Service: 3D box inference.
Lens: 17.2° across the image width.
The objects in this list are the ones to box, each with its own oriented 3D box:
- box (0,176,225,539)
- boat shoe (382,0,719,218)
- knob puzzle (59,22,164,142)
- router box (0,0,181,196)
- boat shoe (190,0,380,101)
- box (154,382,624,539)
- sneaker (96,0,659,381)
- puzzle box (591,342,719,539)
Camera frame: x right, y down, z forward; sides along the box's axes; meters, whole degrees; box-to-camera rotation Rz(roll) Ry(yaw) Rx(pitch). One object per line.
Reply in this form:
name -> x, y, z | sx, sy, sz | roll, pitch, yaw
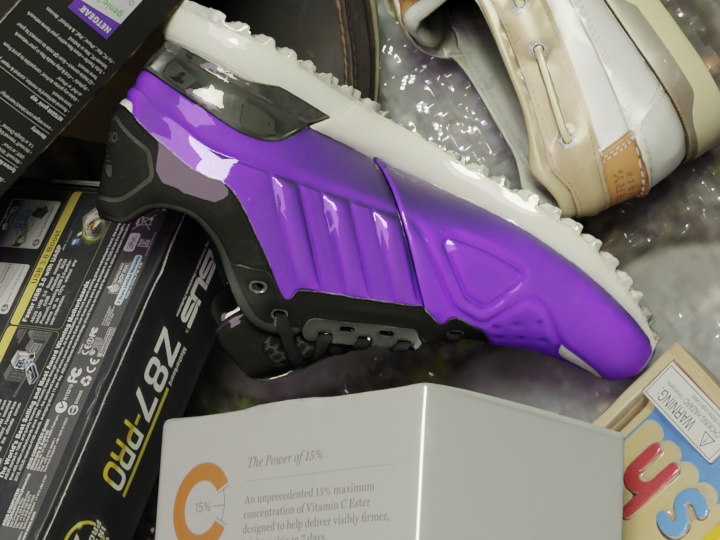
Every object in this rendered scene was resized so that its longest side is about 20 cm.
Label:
box -> -0.145, 0.060, 0.832 | 0.161, 0.049, 0.200 | 4, 62, 32
boat shoe -> 0.041, -0.107, 0.824 | 0.068, 0.075, 0.200 | -33, 71, -9
knob puzzle -> -0.088, -0.137, 0.903 | 0.219, 0.030, 0.220 | 2, 95, 19
router box -> -0.150, -0.118, 0.810 | 0.157, 0.052, 0.200 | -46, 49, 4
boat shoe -> -0.044, -0.128, 0.830 | 0.074, 0.073, 0.200 | -14, 92, 12
box -> 0.004, 0.146, 0.746 | 0.124, 0.097, 0.200 | -11, 70, 45
sneaker -> 0.000, 0.000, 0.797 | 0.200, 0.070, 0.100 | 31, 88, -9
puzzle box -> 0.112, 0.131, 0.751 | 0.133, 0.025, 0.200 | -46, 47, 7
